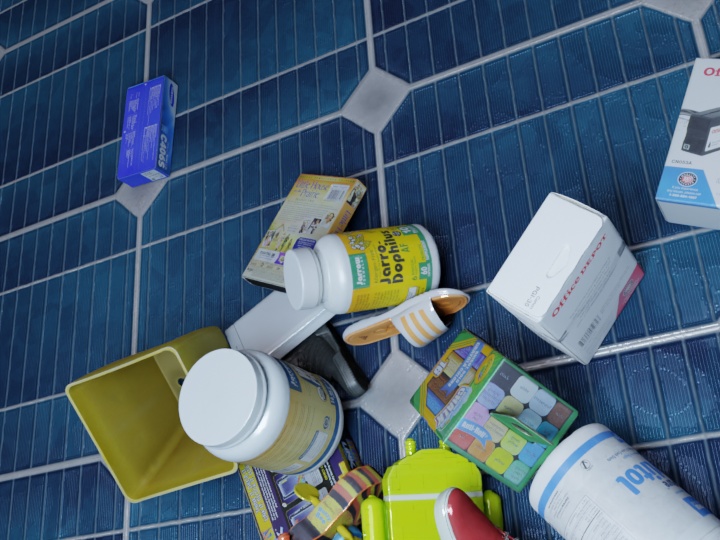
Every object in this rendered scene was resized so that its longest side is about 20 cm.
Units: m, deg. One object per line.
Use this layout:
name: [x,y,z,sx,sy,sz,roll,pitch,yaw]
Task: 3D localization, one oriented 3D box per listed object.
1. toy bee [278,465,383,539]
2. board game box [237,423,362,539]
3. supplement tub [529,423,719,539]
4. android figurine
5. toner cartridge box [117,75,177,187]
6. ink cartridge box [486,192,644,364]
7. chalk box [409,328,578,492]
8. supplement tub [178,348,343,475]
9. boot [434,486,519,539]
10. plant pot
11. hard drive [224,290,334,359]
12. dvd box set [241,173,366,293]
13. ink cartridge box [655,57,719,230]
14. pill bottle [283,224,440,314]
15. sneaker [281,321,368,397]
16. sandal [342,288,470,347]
toy bee: [-0.046,0.334,1.129,0.131,0.109,0.200,12,77,34]
board game box: [-0.077,0.302,1.261,0.165,0.057,0.200,-35,57,16]
supplement tub: [0.301,0.280,0.999,0.200,0.132,0.132,40,93,35]
android figurine: [0.091,0.307,1.105,0.182,0.041,0.200,-1,72,-13]
toner cartridge box: [-0.402,-0.263,1.691,0.095,0.043,0.200,-10,66,26]
ink cartridge box: [0.256,0.013,1.090,0.083,0.200,0.147,32,89,36]
chalk box: [0.163,0.171,1.072,0.124,0.125,0.200,-53,14,2]
supplement tub: [-0.128,0.187,1.180,0.145,0.200,0.145,-12,66,27]
boot: [0.184,0.320,1.018,0.144,0.200,0.072,-24,17,38]
plant pot: [-0.270,0.192,1.321,0.200,0.176,0.200,-21,102,22]
hard drive: [-0.109,0.067,1.349,0.200,0.027,0.132,-39,33,1]
dvd box set: [-0.089,-0.058,1.394,0.146,0.029,0.200,11,67,47]
ink cartridge box: [0.468,-0.154,1.104,0.145,0.084,0.200,12,77,34]
pill bottle: [0.000,0.000,1.241,0.113,0.200,0.113,173,90,-68]
sneaker: [-0.070,0.137,1.321,0.104,0.060,0.200,-40,47,6]
sandal: [0.068,0.085,1.255,0.207,0.079,0.059,-25,61,30]
